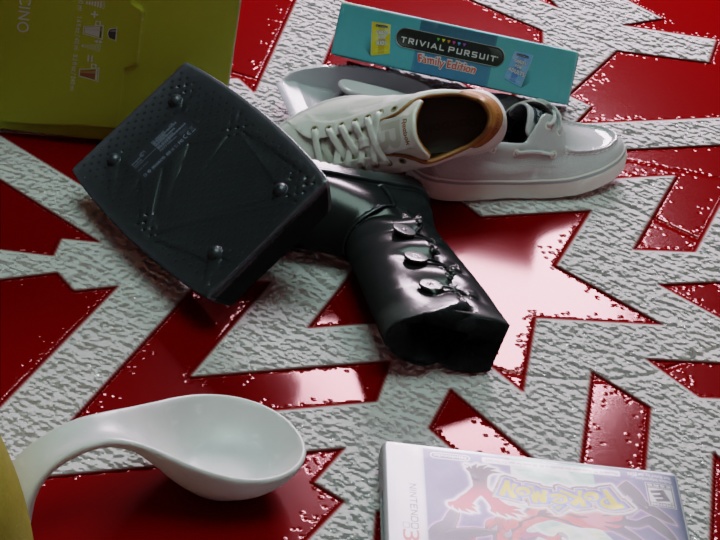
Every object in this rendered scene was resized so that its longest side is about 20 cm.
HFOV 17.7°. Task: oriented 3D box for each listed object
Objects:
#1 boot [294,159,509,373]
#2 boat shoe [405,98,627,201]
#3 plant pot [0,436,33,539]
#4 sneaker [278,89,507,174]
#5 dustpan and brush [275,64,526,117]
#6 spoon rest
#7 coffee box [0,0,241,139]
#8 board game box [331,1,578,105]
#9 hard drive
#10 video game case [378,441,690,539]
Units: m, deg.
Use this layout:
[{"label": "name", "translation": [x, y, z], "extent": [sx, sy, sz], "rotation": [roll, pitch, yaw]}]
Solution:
[{"label": "boot", "translation": [0.001, 0.000, 1.684], "extent": [0.164, 0.066, 0.200], "rotation": [-3, 37, -17]}, {"label": "boat shoe", "translation": [0.131, -0.105, 1.879], "extent": [0.199, 0.069, 0.072], "rotation": [-3, 35, -20]}, {"label": "plant pot", "translation": [-0.277, 0.123, 1.312], "extent": [0.199, 0.142, 0.200], "rotation": [8, 30, -5]}, {"label": "sneaker", "translation": [0.012, -0.106, 1.783], "extent": [0.199, 0.073, 0.085], "rotation": [-14, -1, 5]}, {"label": "dustpan and brush", "translation": [0.044, -0.133, 1.908], "extent": [0.199, 0.057, 0.140], "rotation": [9, 28, -22]}, {"label": "spoon rest", "translation": [-0.126, 0.115, 1.450], "extent": [0.200, 0.061, 0.099], "rotation": [-11, 37, -29]}, {"label": "coffee box", "translation": [-0.198, -0.234, 1.872], "extent": [0.199, 0.200, 0.198], "rotation": [6, 31, -7]}, {"label": "board game box", "translation": [0.083, -0.183, 1.962], "extent": [0.199, 0.047, 0.151], "rotation": [12, 5, 4]}, {"label": "hard drive", "translation": [-0.114, -0.061, 1.702], "extent": [0.135, 0.042, 0.200], "rotation": [-44, 47, -6]}, {"label": "video game case", "translation": [0.112, 0.176, 1.454], "extent": [0.199, 0.023, 0.182], "rotation": [7, 31, -5]}]
